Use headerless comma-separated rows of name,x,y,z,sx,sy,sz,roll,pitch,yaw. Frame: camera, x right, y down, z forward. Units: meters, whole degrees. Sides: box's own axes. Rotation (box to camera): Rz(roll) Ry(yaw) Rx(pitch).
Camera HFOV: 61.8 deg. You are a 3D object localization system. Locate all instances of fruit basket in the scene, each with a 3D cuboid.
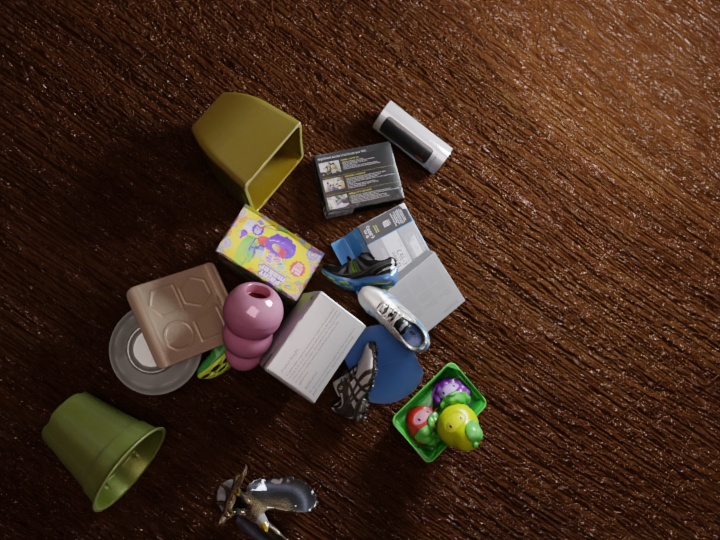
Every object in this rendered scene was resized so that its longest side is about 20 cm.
fruit basket,0.190,0.328,1.358,0.215,0.216,0.156,-42,91,-12

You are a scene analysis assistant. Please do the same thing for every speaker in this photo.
speaker,0.130,-0.329,1.494,0.199,0.081,0.081,37,78,-4

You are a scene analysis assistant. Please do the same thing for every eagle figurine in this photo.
eagle figurine,-0.214,0.530,1.317,0.199,0.152,0.152,30,122,-34

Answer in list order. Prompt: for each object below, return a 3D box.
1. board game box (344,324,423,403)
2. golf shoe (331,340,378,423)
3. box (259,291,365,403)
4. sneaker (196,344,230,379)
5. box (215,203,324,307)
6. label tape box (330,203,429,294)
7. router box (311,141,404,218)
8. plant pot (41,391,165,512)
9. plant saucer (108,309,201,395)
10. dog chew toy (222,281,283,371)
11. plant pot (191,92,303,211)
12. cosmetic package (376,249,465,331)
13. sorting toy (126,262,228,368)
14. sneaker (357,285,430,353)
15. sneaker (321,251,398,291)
board game box,0.054,0.214,1.418,0.157,0.039,0.201,-23,105,8
golf shoe,-0.014,0.251,1.369,0.093,0.078,0.202,14,104,0
box,-0.115,0.162,1.323,0.130,0.200,0.200,38,78,-11
sneaker,-0.308,0.158,1.370,0.083,0.074,0.201,31,81,21
box,-0.202,-0.024,1.340,0.199,0.193,0.123,32,79,-5
label tape box,0.050,-0.052,1.451,0.199,0.066,0.144,-28,89,-14
router box,-0.006,-0.221,1.470,0.198,0.051,0.151,-12,83,-11
plant pot,-0.547,0.356,1.249,0.189,0.200,0.201,34,78,8
plant saucer,-0.444,0.167,1.296,0.198,0.050,0.202,1,82,-8
dog chew toy,-0.234,0.126,1.259,0.123,0.125,0.202,14,117,-7
plant pot,-0.267,-0.285,1.370,0.199,0.196,0.195,37,78,4
cosmetic package,0.129,0.072,1.425,0.199,0.052,0.151,-38,108,-7
sorting toy,-0.376,0.094,1.298,0.199,0.036,0.186,-22,79,-31
sneaker,0.077,0.105,1.337,0.200,0.072,0.072,41,84,0
sneaker,0.000,0.000,1.403,0.198,0.071,0.083,-1,64,29
